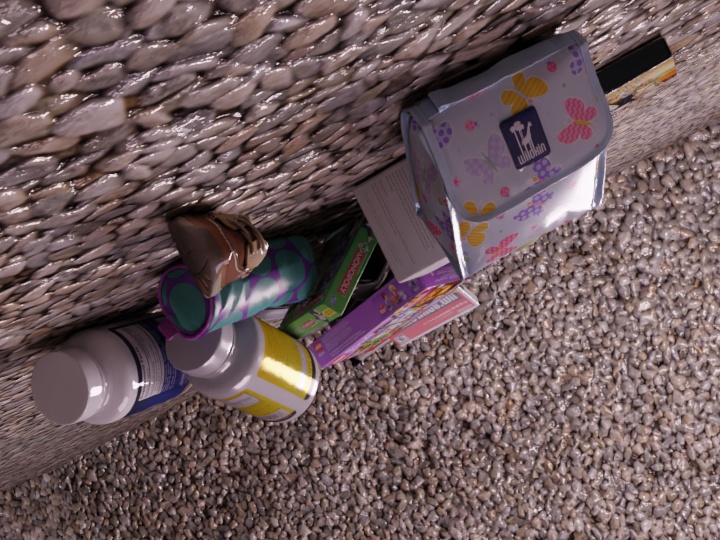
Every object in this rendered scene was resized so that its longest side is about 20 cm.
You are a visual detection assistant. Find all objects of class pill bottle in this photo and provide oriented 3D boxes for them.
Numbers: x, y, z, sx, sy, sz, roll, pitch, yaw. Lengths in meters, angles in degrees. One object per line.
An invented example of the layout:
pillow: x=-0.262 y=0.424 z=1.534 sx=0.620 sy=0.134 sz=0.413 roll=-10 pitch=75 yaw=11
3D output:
pill bottle: x=-0.286 y=0.117 z=1.121 sx=0.110 sy=0.112 sz=0.200 roll=-29 pitch=174 yaw=25
pill bottle: x=-0.144 y=0.111 z=1.162 sx=0.111 sy=0.112 sz=0.200 roll=-28 pitch=148 yaw=17

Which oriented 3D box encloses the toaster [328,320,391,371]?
toaster: x=0.001 y=0.048 z=1.499 sx=0.128 sy=0.201 sz=0.114 roll=-32 pitch=141 yaw=-1

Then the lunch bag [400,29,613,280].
lunch bag: x=0.132 y=-0.107 z=0.869 sx=0.168 sy=0.128 sz=0.201 roll=-27 pitch=146 yaw=-8

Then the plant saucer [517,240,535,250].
plant saucer: x=0.245 y=-0.112 z=1.289 sx=0.200 sy=0.031 sz=0.202 roll=-156 pitch=-90 yaw=-85

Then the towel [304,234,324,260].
towel: x=-0.132 y=0.008 z=1.260 sx=0.132 sy=0.035 sz=0.200 roll=-22 pitch=173 yaw=-28

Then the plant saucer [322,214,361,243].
plant saucer: x=0.046 y=-0.040 z=1.313 sx=0.199 sy=0.039 sz=0.201 roll=3 pitch=155 yaw=1

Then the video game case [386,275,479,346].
video game case: x=0.067 y=0.040 z=1.365 sx=0.142 sy=0.018 sz=0.200 roll=-29 pitch=144 yaw=19

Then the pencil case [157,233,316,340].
pencil case: x=-0.132 y=0.016 z=1.058 sx=0.092 sy=0.085 sz=0.199 roll=-45 pitch=165 yaw=31

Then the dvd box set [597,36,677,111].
dvd box set: x=0.325 y=-0.232 z=1.199 sx=0.145 sy=0.030 sz=0.200 roll=-29 pitch=175 yaw=19

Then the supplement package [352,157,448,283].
supplement package: x=0.116 y=-0.087 z=1.072 sx=0.199 sy=0.122 sz=0.120 roll=-28 pitch=175 yaw=20

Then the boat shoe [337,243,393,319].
boat shoe: x=0.000 y=0.000 z=1.232 sx=0.067 sy=0.072 sz=0.200 roll=-14 pitch=158 yaw=-49

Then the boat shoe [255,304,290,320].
boat shoe: x=-0.109 y=0.033 z=1.415 sx=0.197 sy=0.069 sz=0.074 roll=-3 pitch=-168 yaw=13

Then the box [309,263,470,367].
box: x=0.041 y=0.054 z=1.275 sx=0.200 sy=0.039 sz=0.136 roll=-39 pitch=165 yaw=30

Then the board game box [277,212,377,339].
board game box: x=-0.039 y=0.010 z=1.191 sx=0.136 sy=0.029 sz=0.200 roll=-65 pitch=-167 yaw=-20

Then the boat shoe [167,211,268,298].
boat shoe: x=-0.122 y=-0.023 z=0.838 sx=0.071 sy=0.076 sz=0.200 roll=-29 pitch=-176 yaw=-10
